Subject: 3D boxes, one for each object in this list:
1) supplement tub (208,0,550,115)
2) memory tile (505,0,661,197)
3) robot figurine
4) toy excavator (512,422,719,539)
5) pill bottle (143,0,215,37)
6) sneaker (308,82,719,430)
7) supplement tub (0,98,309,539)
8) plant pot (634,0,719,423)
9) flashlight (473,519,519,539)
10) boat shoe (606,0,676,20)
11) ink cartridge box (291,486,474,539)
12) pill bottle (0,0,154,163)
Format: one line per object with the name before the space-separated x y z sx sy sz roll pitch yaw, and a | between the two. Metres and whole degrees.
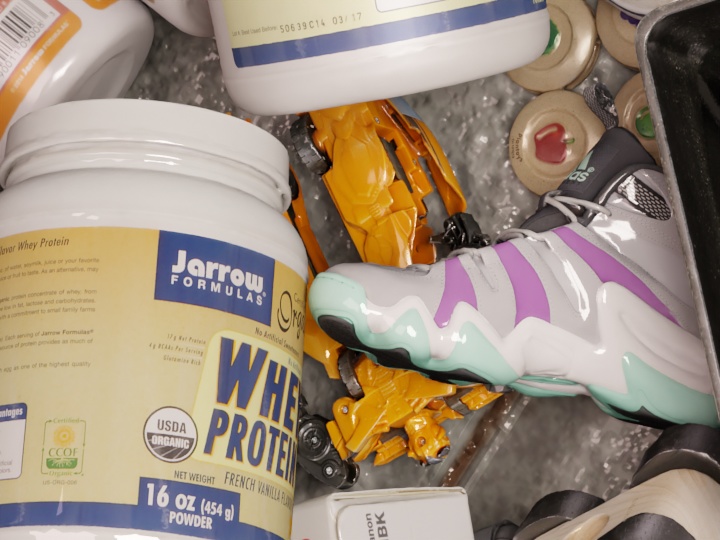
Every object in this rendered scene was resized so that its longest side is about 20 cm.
supplement tub | -0.004 -0.176 1.099 0.145 0.145 0.200 -7 99 28
memory tile | 0.126 -0.140 1.158 0.153 0.017 0.200 -11 80 27
robot figurine | 0.000 0.000 1.190 0.145 0.058 0.200 -32 71 23
toy excavator | 0.118 0.194 1.057 0.194 0.100 0.200 -32 99 31
pill bottle | -0.117 -0.210 1.240 0.200 0.111 0.111 39 104 25
sneaker | 0.079 -0.016 1.098 0.078 0.200 0.140 -3 74 66
supplement tub | -0.096 0.043 1.063 0.144 0.144 0.200 -6 71 28
plant pot | 0.248 -0.021 0.991 0.200 0.177 0.200 -17 78 27
flashlight | 0.122 0.113 1.109 0.200 0.068 0.068 -20 76 25
boat shoe | 0.091 -0.196 1.132 0.071 0.070 0.200 -33 71 22
ink cartridge box | -0.033 0.184 1.143 0.200 0.084 0.145 -20 76 48
pill bottle | -0.209 -0.141 1.256 0.200 0.112 0.112 38 104 8
